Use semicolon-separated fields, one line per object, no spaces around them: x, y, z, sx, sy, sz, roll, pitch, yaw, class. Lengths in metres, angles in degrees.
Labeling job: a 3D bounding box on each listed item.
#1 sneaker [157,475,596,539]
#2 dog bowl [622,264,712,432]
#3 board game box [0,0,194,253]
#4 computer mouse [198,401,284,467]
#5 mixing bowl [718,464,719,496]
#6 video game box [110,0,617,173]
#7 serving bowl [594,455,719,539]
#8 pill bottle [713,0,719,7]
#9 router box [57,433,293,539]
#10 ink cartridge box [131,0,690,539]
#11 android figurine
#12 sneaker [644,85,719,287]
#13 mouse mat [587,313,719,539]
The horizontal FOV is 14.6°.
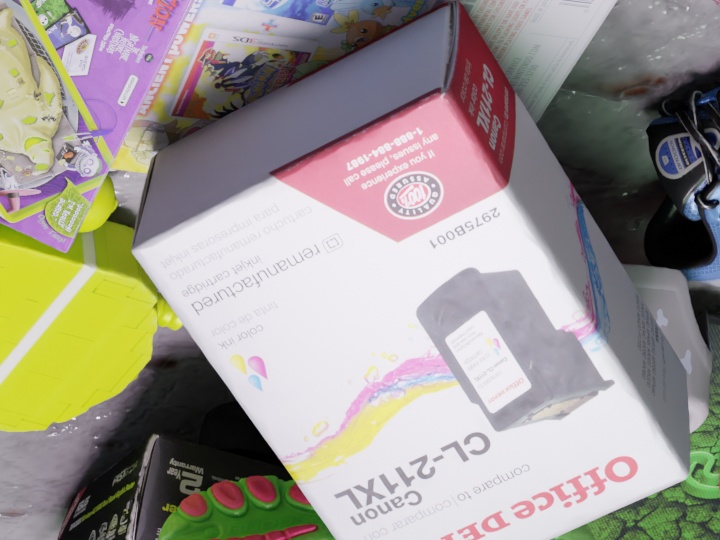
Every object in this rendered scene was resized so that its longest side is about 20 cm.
0.010;0.132;1.243;0.199;0.077;0.084;0;133;1;sneaker
0.068;0.053;1.276;0.199;0.059;0.200;-8;165;-2;dog bowl
-0.131;-0.098;1.066;0.120;0.032;0.200;28;135;-5;board game box
-0.039;0.113;1.410;0.058;0.034;0.200;2;153;11;computer mouse
0.289;0.106;1.374;0.199;0.109;0.201;-12;127;-17;mixing bowl
0.003;-0.107;1.114;0.181;0.047;0.200;4;141;-26;video game box
0.173;0.163;1.480;0.199;0.066;0.201;-12;126;-18;serving bowl
0.153;-0.154;1.020;0.114;0.115;0.200;-34;127;27;pill bottle
-0.037;0.146;1.352;0.199;0.063;0.150;16;160;-17;router box
0.025;0.018;1.116;0.145;0.083;0.200;-26;115;18;ink cartridge box
-0.171;0.012;1.226;0.199;0.041;0.182;14;136;-30;android figurine
0.175;-0.053;1.207;0.089;0.079;0.200;-2;143;-18;sneaker
0.203;0.107;1.412;0.199;0.008;0.162;15;114;-32;mouse mat
